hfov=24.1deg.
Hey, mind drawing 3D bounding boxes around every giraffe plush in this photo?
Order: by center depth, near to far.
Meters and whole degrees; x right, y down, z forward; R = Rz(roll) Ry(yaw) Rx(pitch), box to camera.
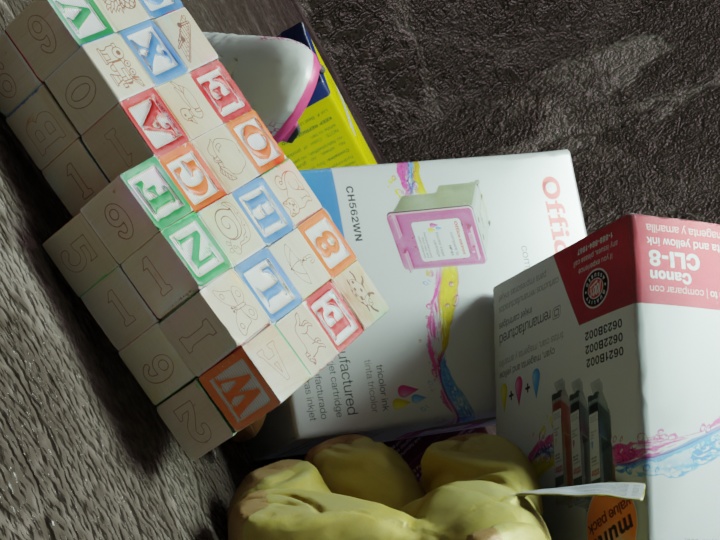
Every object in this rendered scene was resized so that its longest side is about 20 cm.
[{"bbox_3d":[0.037,0.175,0.783,0.172,0.198,0.164,-17,106,-58],"label":"giraffe plush"}]

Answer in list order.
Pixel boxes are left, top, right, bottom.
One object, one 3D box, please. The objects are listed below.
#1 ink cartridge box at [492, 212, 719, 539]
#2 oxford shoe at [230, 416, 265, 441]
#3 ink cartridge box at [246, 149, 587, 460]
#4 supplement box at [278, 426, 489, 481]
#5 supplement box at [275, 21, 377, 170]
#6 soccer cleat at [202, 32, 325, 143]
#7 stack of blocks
[{"bbox_3d":[0.160,0.095,0.845,0.145,0.143,0.203,148,-55,-61],"label":"ink cartridge box"},{"bbox_3d":[-0.085,-0.001,0.874,0.072,0.070,0.202,74,4,-56],"label":"oxford shoe"},{"bbox_3d":[0.031,0.017,0.940,0.085,0.198,0.146,149,-67,-63],"label":"ink cartridge box"},{"bbox_3d":[0.040,0.152,1.030,0.061,0.109,0.201,13,-43,55],"label":"supplement box"},{"bbox_3d":[-0.043,-0.073,1.347,0.201,0.108,0.110,61,6,-33],"label":"supplement box"},{"bbox_3d":[-0.091,-0.103,0.960,0.086,0.071,0.200,28,-11,-22],"label":"soccer cleat"},{"bbox_3d":[-0.085,-0.032,0.753,0.201,0.058,0.115,56,32,-1],"label":"stack of blocks"}]
